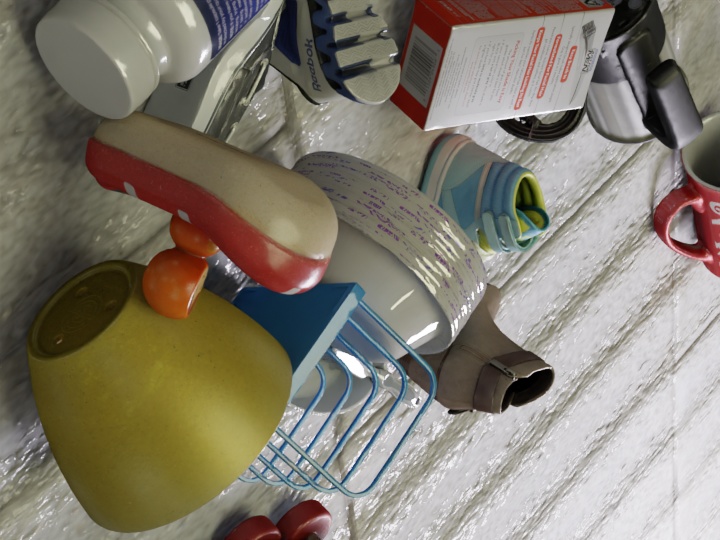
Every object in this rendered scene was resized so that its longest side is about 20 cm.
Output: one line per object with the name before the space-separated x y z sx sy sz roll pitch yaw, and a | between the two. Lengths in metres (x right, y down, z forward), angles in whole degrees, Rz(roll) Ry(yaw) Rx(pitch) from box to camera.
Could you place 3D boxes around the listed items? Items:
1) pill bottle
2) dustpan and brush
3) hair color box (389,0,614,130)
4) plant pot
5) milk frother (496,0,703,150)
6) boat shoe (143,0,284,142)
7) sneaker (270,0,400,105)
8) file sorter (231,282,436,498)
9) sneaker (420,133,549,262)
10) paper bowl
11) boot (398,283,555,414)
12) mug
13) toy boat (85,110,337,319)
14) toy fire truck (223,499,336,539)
pill bottle | -0.136 -0.207 1.342 0.200 0.119 0.120 -49 144 -28
dustpan and brush | -0.001 0.089 1.776 0.140 0.057 0.200 -63 148 -8
hair color box | 0.133 -0.202 1.736 0.199 0.064 0.112 -10 130 -34
plant pot | -0.173 0.076 1.418 0.200 0.199 0.142 -52 125 -23
milk frother | 0.237 -0.191 1.927 0.199 0.181 0.188 -23 144 9
boat shoe | -0.102 -0.165 1.463 0.068 0.071 0.201 27 88 -56
sneaker | -0.046 -0.221 1.509 0.080 0.115 0.201 -13 90 -41
file sorter | -0.051 0.103 1.547 0.123 0.200 0.139 43 68 -22
sneaker | 0.114 -0.021 1.818 0.079 0.130 0.202 -13 119 -54
paper bowl | 0.000 0.000 1.592 0.105 0.200 0.201 -53 145 -21
boot | 0.134 0.085 1.896 0.200 0.146 0.071 -36 134 -41
mug | 0.452 -0.084 2.330 0.201 0.176 0.134 71 13 -52
toy boat | -0.116 -0.027 1.341 0.130 0.199 0.132 13 100 -57
toy fire truck | -0.078 0.323 1.773 0.199 0.112 0.169 -7 133 -54
